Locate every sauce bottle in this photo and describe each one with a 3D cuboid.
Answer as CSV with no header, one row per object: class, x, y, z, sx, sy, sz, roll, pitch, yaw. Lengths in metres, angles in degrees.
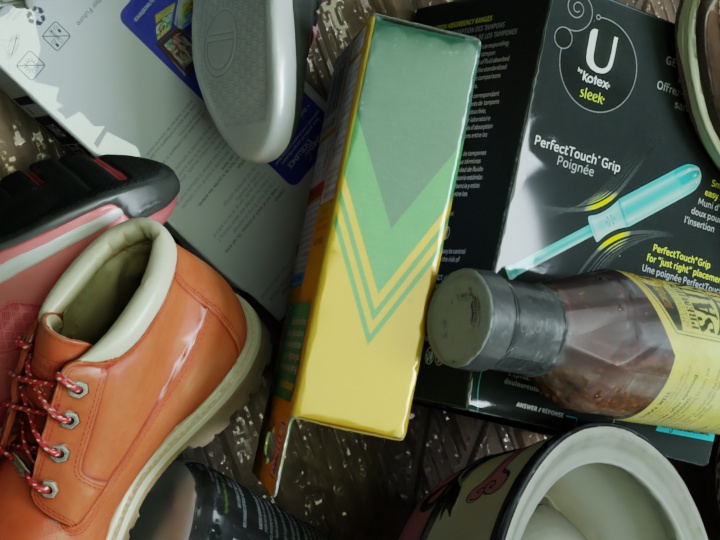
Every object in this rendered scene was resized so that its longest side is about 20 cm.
sauce bottle,0.116,0.033,0.751,0.200,0.066,0.066,11,87,-40

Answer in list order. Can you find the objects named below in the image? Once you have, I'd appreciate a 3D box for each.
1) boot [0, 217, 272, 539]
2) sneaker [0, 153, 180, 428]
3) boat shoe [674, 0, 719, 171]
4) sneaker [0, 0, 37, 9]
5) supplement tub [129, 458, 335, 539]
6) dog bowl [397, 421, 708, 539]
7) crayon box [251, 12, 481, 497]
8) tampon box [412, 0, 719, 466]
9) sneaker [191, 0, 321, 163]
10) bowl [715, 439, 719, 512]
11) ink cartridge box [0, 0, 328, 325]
boot,-0.128,0.068,0.729,0.200,0.075,0.107,-53,149,-14
sneaker,-0.160,0.022,0.770,0.200,0.074,0.087,-32,119,-8
boat shoe,0.215,-0.051,0.812,0.075,0.075,0.203,-36,110,-25
sneaker,-0.181,-0.105,0.734,0.199,0.074,0.116,2,87,-4
supplement tub,-0.032,0.183,0.807,0.200,0.122,0.123,35,77,-23
dog bowl,0.084,0.169,0.777,0.200,0.074,0.201,13,73,-50
crayon box,0.000,0.000,0.769,0.051,0.126,0.201,12,87,-7
tampon box,0.098,-0.021,0.862,0.149,0.126,0.201,16,84,-28
sneaker,-0.023,-0.134,0.797,0.099,0.071,0.201,12,57,-34
bowl,0.260,0.091,0.951,0.200,0.094,0.201,-14,122,-23
ink cartridge box,-0.081,-0.073,0.822,0.200,0.039,0.100,45,73,-19
